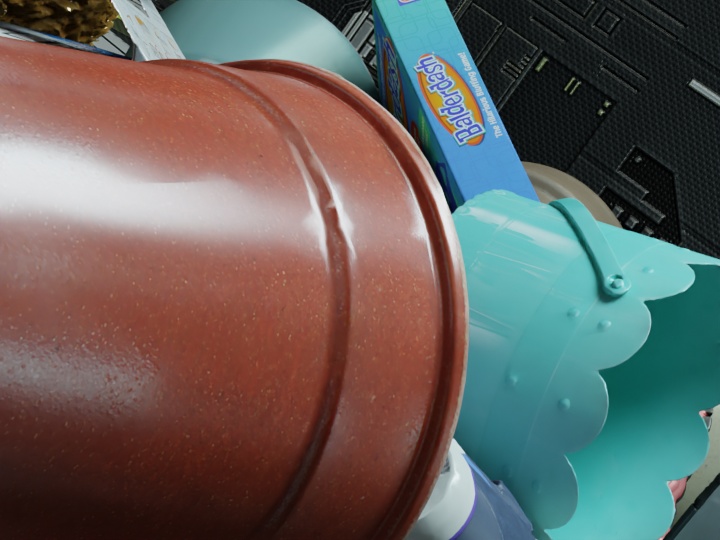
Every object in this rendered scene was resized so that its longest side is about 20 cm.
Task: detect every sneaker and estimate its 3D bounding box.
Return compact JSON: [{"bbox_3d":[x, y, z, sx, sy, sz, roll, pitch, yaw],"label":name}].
[{"bbox_3d":[0.022,0.106,0.997,0.147,0.081,0.200,55,-4,-38],"label":"sneaker"},{"bbox_3d":[0.142,0.119,1.207,0.087,0.074,0.200,25,51,0],"label":"sneaker"}]

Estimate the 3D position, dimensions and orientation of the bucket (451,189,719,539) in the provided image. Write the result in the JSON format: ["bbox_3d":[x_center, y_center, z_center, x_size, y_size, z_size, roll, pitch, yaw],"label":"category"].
[{"bbox_3d":[0.099,0.062,1.096,0.135,0.207,0.207,26,2,25],"label":"bucket"}]

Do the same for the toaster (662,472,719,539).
[{"bbox_3d":[0.237,0.185,1.102,0.200,0.181,0.119,31,10,-38],"label":"toaster"}]

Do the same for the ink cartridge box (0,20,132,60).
[{"bbox_3d":[-0.200,-0.084,1.049,0.146,0.084,0.200,16,6,1],"label":"ink cartridge box"}]

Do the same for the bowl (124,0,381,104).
[{"bbox_3d":[-0.094,-0.076,1.356,0.201,0.201,0.105,36,26,7],"label":"bowl"}]

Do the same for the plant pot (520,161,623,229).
[{"bbox_3d":[0.076,0.028,1.477,0.200,0.200,0.175,38,23,21],"label":"plant pot"}]

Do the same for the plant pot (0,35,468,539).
[{"bbox_3d":[-0.104,0.013,0.632,0.201,0.201,0.195,40,17,35],"label":"plant pot"}]

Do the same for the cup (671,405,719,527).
[{"bbox_3d":[0.159,0.106,1.359,0.143,0.201,0.200,4,22,-28],"label":"cup"}]

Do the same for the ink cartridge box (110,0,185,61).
[{"bbox_3d":[-0.097,-0.065,1.074,0.200,0.050,0.161,58,4,7],"label":"ink cartridge box"}]

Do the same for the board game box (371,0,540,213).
[{"bbox_3d":[0.061,-0.059,1.297,0.152,0.045,0.200,83,-12,-56],"label":"board game box"}]

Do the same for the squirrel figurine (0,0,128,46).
[{"bbox_3d":[-0.236,-0.164,1.306,0.200,0.142,0.187,0,-41,42],"label":"squirrel figurine"}]
